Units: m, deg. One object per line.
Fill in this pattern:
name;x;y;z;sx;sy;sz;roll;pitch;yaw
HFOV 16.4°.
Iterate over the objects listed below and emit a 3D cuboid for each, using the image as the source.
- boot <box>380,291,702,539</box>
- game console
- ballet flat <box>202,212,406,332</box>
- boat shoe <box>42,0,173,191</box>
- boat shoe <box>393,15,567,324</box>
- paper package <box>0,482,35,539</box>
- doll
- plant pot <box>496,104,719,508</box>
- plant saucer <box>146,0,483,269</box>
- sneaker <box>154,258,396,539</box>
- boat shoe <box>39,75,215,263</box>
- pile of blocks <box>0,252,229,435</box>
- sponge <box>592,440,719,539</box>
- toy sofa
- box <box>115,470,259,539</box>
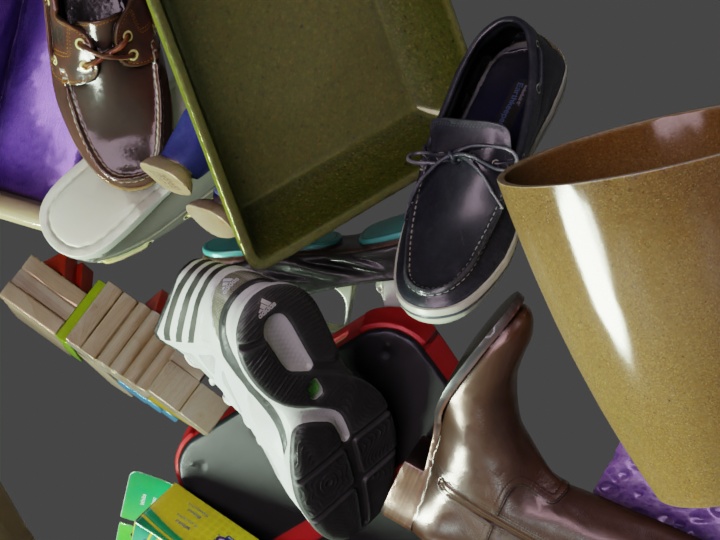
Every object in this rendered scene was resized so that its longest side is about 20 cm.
boot;0.132;0.125;1.449;0.200;0.064;0.187;30;128;6
game console;0.000;0.133;1.541;0.200;0.031;0.177;-32;100;24
ballet flat;0.000;0.000;1.536;0.200;0.068;0.069;-9;105;16
boat shoe;-0.159;-0.147;1.511;0.070;0.070;0.200;-14;89;-4
boat shoe;0.065;-0.062;1.461;0.075;0.062;0.200;11;65;28
paper package;-0.344;0.168;1.655;0.200;0.103;0.191;-35;79;20
doll;-0.049;-0.122;1.513;0.136;0.048;0.200;44;73;-23
plant pot;0.188;0.023;1.387;0.186;0.186;0.200;-10;99;21
plant saucer;-0.035;-0.130;1.463;0.048;0.200;0.200;3;118;53
sneaker;-0.052;0.066;1.486;0.076;0.201;0.115;-39;40;-20
boat shoe;-0.110;-0.074;1.570;0.202;0.060;0.072;-36;77;-1
pile of blocks;-0.140;0.041;1.581;0.200;0.082;0.062;29;78;35
sponge;0.230;0.076;1.472;0.111;0.030;0.200;31;104;17
toy sofa;-0.205;-0.130;1.589;0.083;0.098;0.200;16;98;20
box;-0.079;0.217;1.560;0.200;0.048;0.117;33;137;18
